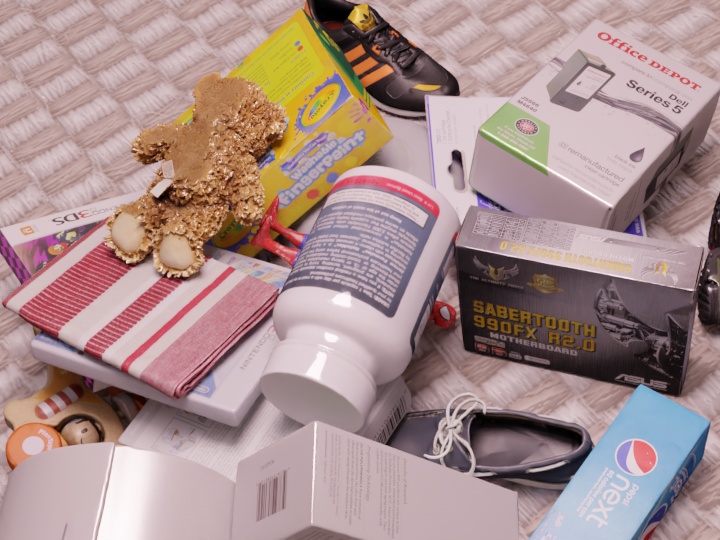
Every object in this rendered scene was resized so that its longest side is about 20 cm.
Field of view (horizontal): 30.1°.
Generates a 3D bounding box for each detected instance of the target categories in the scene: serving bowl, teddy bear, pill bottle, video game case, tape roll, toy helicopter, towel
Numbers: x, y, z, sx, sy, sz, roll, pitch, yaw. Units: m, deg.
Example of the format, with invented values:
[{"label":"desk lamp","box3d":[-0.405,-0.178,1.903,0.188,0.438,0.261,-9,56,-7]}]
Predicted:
[{"label":"serving bowl","box3d":[0.009,-0.082,1.310,0.200,0.066,0.200,-4,52,5]},{"label":"teddy bear","box3d":[-0.144,-0.080,1.193,0.145,0.067,0.200,0,59,20]},{"label":"pill bottle","box3d":[-0.003,0.025,1.093,0.119,0.120,0.200,14,59,18]},{"label":"video game case","box3d":[-0.153,0.042,1.164,0.200,0.022,0.182,16,42,19]},{"label":"video game case","box3d":[-0.213,0.010,1.252,0.181,0.036,0.200,-18,52,-31]},{"label":"tape roll","box3d":[-0.183,0.240,1.010,0.202,0.203,0.139,0,54,8]},{"label":"toy helicopter","box3d":[-0.252,0.109,1.194,0.132,0.079,0.200,-7,56,-13]},{"label":"towel","box3d":[-0.188,0.028,1.149,0.200,0.023,0.144,23,47,27]}]

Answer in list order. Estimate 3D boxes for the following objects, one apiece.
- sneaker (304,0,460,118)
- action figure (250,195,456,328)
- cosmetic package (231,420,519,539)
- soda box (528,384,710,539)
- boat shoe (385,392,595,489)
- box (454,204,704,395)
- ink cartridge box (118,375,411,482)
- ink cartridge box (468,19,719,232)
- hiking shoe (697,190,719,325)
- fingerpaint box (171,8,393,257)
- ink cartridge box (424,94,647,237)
[{"label":"sneaker","box3d":[0.015,-0.232,1.405,0.200,0.090,0.070,31,63,27]},{"label":"action figure","box3d":[0.000,0.000,1.221,0.200,0.052,0.065,31,24,-9]},{"label":"cosmetic package","box3d":[0.014,0.193,1.007,0.108,0.200,0.085,-32,46,42]},{"label":"soda box","box3d":[0.202,0.193,1.076,0.068,0.064,0.200,29,62,25]},{"label":"boat shoe","box3d":[0.096,0.146,1.127,0.200,0.062,0.075,7,60,15]},{"label":"box","box3d":[0.185,0.027,1.144,0.200,0.158,0.048,12,56,15]},{"label":"ink cartridge box","box3d":[-0.081,0.129,1.138,0.200,0.047,0.160,18,56,30]},{"label":"ink cartridge box","box3d":[0.219,-0.126,1.243,0.145,0.084,0.200,33,58,20]},{"label":"hiking shoe","box3d":[0.371,-0.028,1.222,0.101,0.076,0.200,16,66,9]},{"label":"fingerpaint box","box3d":[-0.086,-0.128,1.291,0.200,0.073,0.167,-40,43,12]},{"label":"ink cartridge box","box3d":[0.164,-0.087,1.290,0.200,0.043,0.198,1,54,-4]}]
